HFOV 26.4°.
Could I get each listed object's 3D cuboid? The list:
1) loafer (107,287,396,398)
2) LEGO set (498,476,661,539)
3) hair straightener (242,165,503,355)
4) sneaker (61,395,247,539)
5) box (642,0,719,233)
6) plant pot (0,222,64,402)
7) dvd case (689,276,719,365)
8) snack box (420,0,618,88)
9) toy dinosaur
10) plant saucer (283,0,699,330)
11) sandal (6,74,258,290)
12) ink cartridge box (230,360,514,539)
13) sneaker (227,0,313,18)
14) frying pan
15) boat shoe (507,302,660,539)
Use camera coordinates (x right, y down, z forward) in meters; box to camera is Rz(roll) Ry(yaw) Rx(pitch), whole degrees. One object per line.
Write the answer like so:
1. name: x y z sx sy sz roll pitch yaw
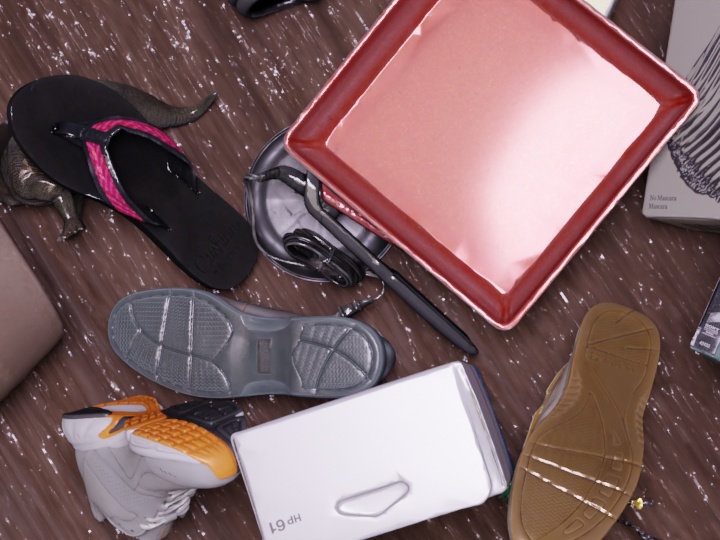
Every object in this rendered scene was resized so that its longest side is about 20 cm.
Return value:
1. loafer: -0.073 0.054 1.050 0.200 0.063 0.072 8 90 18
2. LEGO set: 0.161 0.219 0.980 0.200 0.116 0.154 29 90 7
3. hair straightener: 0.000 0.000 1.031 0.200 0.041 0.077 33 95 -10
4. sneaker: -0.126 0.135 1.004 0.076 0.200 0.092 -13 96 -31
5. box: 0.247 -0.126 1.001 0.068 0.082 0.201 10 86 -35
6. plant pot: -0.299 0.041 1.023 0.174 0.200 0.200 -33 83 -13
7. dvd case: 0.284 -0.023 0.975 0.022 0.146 0.200 23 88 38
8. snack box: 0.135 -0.232 1.053 0.116 0.037 0.200 25 89 9
9. toy dinosaur: -0.196 -0.085 1.064 0.200 0.077 0.102 -30 97 8
10. plant saucer: 0.085 -0.097 1.014 0.200 0.037 0.200 40 95 9
11. sandal: -0.144 -0.063 1.028 0.200 0.045 0.075 39 71 -17
12. ink cartridge box: 0.015 0.116 0.962 0.144 0.200 0.085 -19 85 5
13. sneaker: -0.025 -0.247 1.060 0.200 0.071 0.099 -31 85 10
14. frying pan: 0.011 -0.047 1.063 0.190 0.031 0.115 3 89 9
15. boat shoe: 0.141 0.113 0.973 0.074 0.069 0.200 24 52 9
